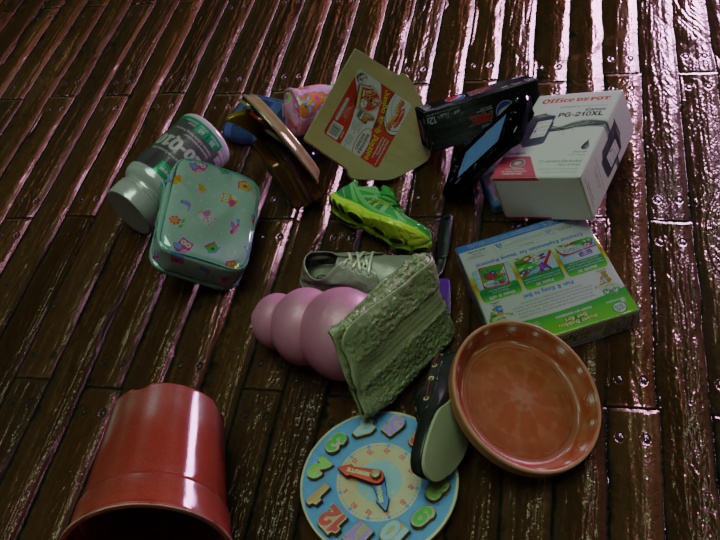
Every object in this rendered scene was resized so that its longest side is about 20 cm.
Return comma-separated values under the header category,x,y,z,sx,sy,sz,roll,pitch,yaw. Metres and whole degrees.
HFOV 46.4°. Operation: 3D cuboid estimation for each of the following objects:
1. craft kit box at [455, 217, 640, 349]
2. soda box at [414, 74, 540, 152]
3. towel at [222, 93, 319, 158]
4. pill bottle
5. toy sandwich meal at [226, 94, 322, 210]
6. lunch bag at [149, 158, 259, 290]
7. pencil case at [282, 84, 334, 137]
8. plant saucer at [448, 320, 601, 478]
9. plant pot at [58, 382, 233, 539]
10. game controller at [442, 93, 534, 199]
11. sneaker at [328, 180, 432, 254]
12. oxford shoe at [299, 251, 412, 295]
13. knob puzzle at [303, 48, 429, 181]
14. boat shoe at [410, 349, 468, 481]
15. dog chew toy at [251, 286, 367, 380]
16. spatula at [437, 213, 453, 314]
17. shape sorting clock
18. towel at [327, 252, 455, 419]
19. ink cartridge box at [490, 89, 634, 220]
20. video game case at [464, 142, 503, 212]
category,x,y,z,sx,sy,sz,roll,pitch,yaw
craft kit box,0.255,0.022,1.176,0.197,0.049,0.199,-16,46,-1
soda box,0.193,-0.257,1.371,0.197,0.072,0.063,-17,23,-5
towel,-0.147,-0.262,1.511,0.197,0.049,0.112,16,56,25
pill bottle,-0.325,-0.163,1.425,0.112,0.114,0.201,23,59,29
toy sandwich meal,-0.139,-0.192,1.354,0.070,0.205,0.205,-41,51,-1
lunch bag,-0.245,-0.076,1.316,0.158,0.077,0.202,14,51,-14
pencil case,-0.034,-0.279,1.437,0.197,0.088,0.088,-13,45,-24
plant saucer,0.200,0.157,1.036,0.197,0.032,0.203,9,56,-14
plant pot,-0.241,0.257,1.007,0.197,0.203,0.197,-10,40,4
game controller,0.191,-0.185,1.286,0.042,0.200,0.105,38,51,-7
sneaker,0.036,-0.092,1.304,0.199,0.075,0.084,30,66,33
oxford shoe,0.000,0.000,1.241,0.197,0.058,0.076,-1,47,15
knob puzzle,0.028,-0.237,1.395,0.218,0.222,0.030,-33,7,-15
boat shoe,0.101,0.180,1.048,0.062,0.074,0.202,-11,34,33
dog chew toy,-0.066,0.080,1.157,0.197,0.125,0.125,7,51,30
spatula,0.117,-0.010,1.248,0.056,0.021,0.202,-10,44,27
shape sorting clock,0.022,0.258,1.032,0.196,0.040,0.202,-7,49,8
towel,0.047,0.084,1.097,0.036,0.150,0.199,10,40,46
ink cartridge box,0.304,-0.174,1.254,0.143,0.085,0.201,4,48,38
video game case,0.255,-0.184,1.367,0.141,0.018,0.202,-14,49,0
